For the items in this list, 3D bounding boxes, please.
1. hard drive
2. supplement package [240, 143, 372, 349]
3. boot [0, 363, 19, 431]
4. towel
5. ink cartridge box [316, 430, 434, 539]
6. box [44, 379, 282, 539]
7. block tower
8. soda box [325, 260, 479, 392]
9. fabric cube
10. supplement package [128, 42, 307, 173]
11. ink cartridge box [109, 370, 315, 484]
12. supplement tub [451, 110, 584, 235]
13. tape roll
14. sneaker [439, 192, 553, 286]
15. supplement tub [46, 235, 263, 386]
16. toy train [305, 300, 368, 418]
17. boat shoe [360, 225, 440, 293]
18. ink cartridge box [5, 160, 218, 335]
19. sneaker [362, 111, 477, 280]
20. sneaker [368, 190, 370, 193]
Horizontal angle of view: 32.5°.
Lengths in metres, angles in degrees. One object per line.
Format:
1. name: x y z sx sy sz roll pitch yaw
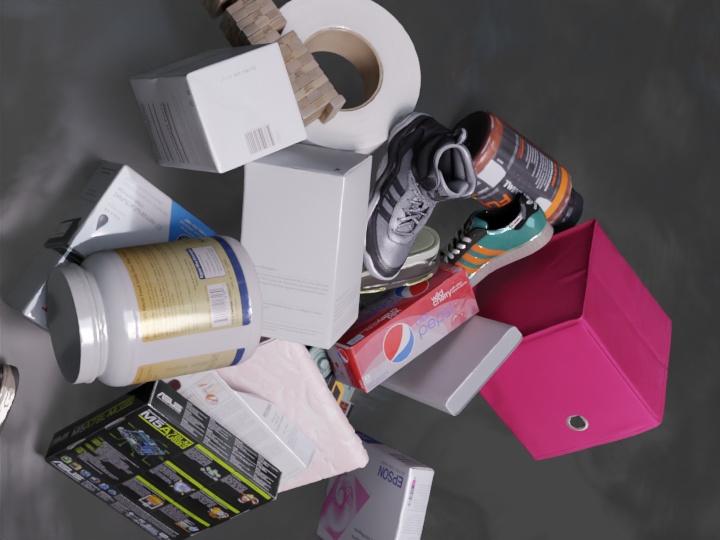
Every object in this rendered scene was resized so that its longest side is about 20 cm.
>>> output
1. hard drive: 0.101 0.107 1.561 0.132 0.200 0.027 -47 115 -15
2. supplement package: -0.063 -0.032 1.390 0.117 0.116 0.201 -43 141 -66
3. boot: -0.470 0.172 1.326 0.150 0.073 0.201 28 79 -30
4. towel: -0.114 0.177 1.484 0.200 0.190 0.032 60 25 -21
5. ink cartridge box: 0.009 0.317 1.543 0.043 0.196 0.201 13 90 -28
6. box: -0.225 0.223 1.411 0.200 0.193 0.048 41 36 -26
7. block tower: -0.101 -0.248 1.391 0.058 0.054 0.200 -37 89 -20
8. soda box: 0.052 0.066 1.525 0.200 0.063 0.070 -34 118 -28
9. fabric cube: 0.268 0.093 1.615 0.199 0.196 0.200 50 37 -26
10. supplement package: -0.162 -0.181 1.374 0.113 0.200 0.110 -24 107 -23
11. ink cartridge box: -0.177 0.188 1.462 0.160 0.047 0.200 -34 105 27
12. supplement tub: 0.207 -0.120 1.642 0.200 0.107 0.107 31 82 -28
13. tape roll: -0.033 -0.229 1.473 0.202 0.071 0.203 4 77 -15
14. sneaker: 0.146 -0.035 1.606 0.200 0.071 0.080 -30 120 12
15. supplement tub: -0.218 0.043 1.310 0.199 0.144 0.145 -8 101 -28
16. toy train: -0.046 0.119 1.555 0.114 0.085 0.201 29 81 -41
17. boat shoe: 0.000 0.000 1.512 0.200 0.072 0.061 -11 135 -4
18. ink cartridge box: -0.280 -0.001 1.401 0.144 0.084 0.200 38 79 -28
19. sneaker: 0.066 -0.078 1.412 0.075 0.114 0.201 12 96 -35
20. sneaker: -0.008 -0.062 1.543 0.077 0.085 0.200 -47 117 -15
